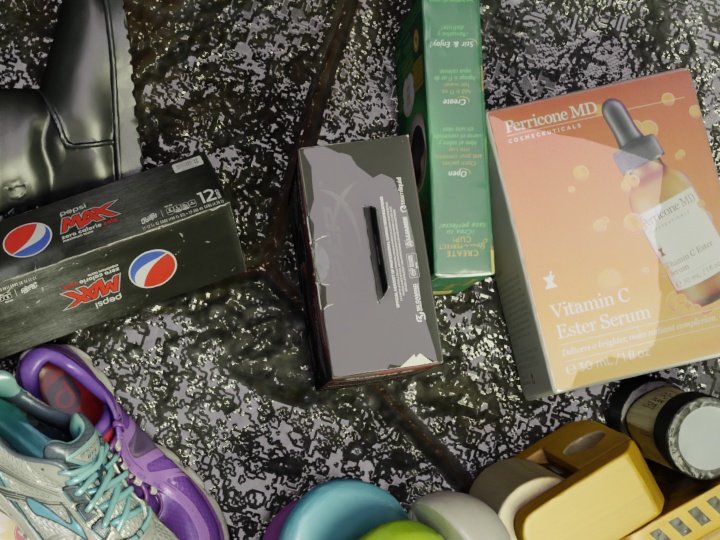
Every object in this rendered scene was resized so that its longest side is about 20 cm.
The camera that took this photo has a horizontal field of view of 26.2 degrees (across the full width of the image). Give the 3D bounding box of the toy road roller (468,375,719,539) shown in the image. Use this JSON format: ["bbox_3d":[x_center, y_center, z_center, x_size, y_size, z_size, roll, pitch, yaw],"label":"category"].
[{"bbox_3d":[0.189,0.173,1.069,0.200,0.123,0.146,-28,97,-8],"label":"toy road roller"}]

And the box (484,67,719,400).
[{"bbox_3d":[0.173,-0.023,1.096,0.152,0.106,0.200,-14,85,-6],"label":"box"}]

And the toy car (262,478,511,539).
[{"bbox_3d":[-0.002,0.214,1.013,0.175,0.200,0.150,-31,54,-22],"label":"toy car"}]

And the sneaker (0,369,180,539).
[{"bbox_3d":[-0.184,0.141,0.987,0.200,0.086,0.078,36,37,-1],"label":"sneaker"}]

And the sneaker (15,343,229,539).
[{"bbox_3d":[-0.171,0.135,1.059,0.081,0.083,0.200,-42,89,-8],"label":"sneaker"}]

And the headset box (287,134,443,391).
[{"bbox_3d":[0.000,0.000,1.031,0.075,0.200,0.149,-8,83,-6],"label":"headset box"}]

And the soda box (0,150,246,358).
[{"bbox_3d":[-0.184,-0.008,1.058,0.200,0.071,0.063,-20,46,-10],"label":"soda box"}]

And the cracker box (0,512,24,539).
[{"bbox_3d":[-0.283,0.155,1.060,0.134,0.058,0.200,-34,88,-9],"label":"cracker box"}]

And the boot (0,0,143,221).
[{"bbox_3d":[-0.239,-0.119,1.086,0.162,0.073,0.198,-6,91,-10],"label":"boot"}]

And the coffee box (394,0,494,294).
[{"bbox_3d":[0.057,-0.086,1.087,0.044,0.123,0.200,-2,82,-8],"label":"coffee box"}]
